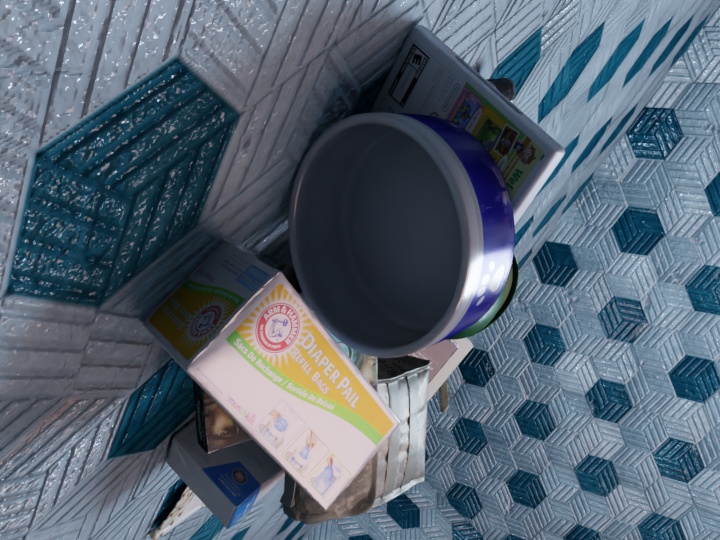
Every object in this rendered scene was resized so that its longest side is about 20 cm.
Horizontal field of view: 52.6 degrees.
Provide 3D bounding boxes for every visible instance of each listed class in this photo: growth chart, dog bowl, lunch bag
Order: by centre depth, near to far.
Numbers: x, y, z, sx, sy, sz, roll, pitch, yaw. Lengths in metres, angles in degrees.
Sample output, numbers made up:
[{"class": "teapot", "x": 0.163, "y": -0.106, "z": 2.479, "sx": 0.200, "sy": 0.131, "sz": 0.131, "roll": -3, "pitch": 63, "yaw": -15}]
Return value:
[{"class": "dog bowl", "x": 0.031, "y": -0.033, "z": 0.631, "sx": 0.078, "sy": 0.200, "sz": 0.202, "roll": -13, "pitch": 143, "yaw": -47}, {"class": "lunch bag", "x": -0.011, "y": 0.193, "z": 0.869, "sx": 0.198, "sy": 0.116, "sz": 0.168, "roll": -9, "pitch": 105, "yaw": -48}, {"class": "growth chart", "x": -0.223, "y": 0.307, "z": 1.078, "sx": 0.201, "sy": 0.018, "sz": 0.144, "roll": -54, "pitch": 164, "yaw": 12}]

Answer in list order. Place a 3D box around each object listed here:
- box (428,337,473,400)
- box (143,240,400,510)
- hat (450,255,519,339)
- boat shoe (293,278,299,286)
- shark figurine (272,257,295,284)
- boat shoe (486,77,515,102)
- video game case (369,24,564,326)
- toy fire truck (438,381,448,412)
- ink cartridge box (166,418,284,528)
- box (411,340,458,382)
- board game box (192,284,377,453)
[{"class": "box", "x": 0.071, "y": 0.154, "z": 1.130, "sx": 0.077, "sy": 0.095, "sz": 0.201, "roll": 38, "pitch": 90, "yaw": -33}, {"class": "box", "x": -0.073, "y": 0.089, "z": 0.623, "sx": 0.101, "sy": 0.112, "sz": 0.201, "roll": -45, "pitch": 123, "yaw": -15}, {"class": "hat", "x": 0.134, "y": 0.060, "z": 0.872, "sx": 0.197, "sy": 0.177, "sz": 0.168, "roll": 14, "pitch": 116, "yaw": -23}, {"class": "boat shoe", "x": -0.057, "y": 0.032, "z": 0.822, "sx": 0.074, "sy": 0.060, "sz": 0.201, "roll": -50, "pitch": 164, "yaw": -24}, {"class": "shark figurine", "x": -0.114, "y": 0.097, "z": 0.766, "sx": 0.128, "sy": 0.089, "sz": 0.216, "roll": -35, "pitch": 157, "yaw": -39}, {"class": "boat shoe", "x": 0.143, "y": -0.157, "z": 0.927, "sx": 0.067, "sy": 0.074, "sz": 0.202, "roll": -22, "pitch": 143, "yaw": -30}, {"class": "video game case", "x": 0.064, "y": -0.083, "z": 0.663, "sx": 0.022, "sy": 0.183, "sz": 0.202, "roll": -10, "pitch": 140, "yaw": -47}, {"class": "toy fire truck", "x": 0.105, "y": 0.129, "z": 1.254, "sx": 0.129, "sy": 0.199, "sz": 0.176, "roll": -49, "pitch": 165, "yaw": 0}, {"class": "ink cartridge box", "x": -0.129, "y": 0.205, "z": 0.918, "sx": 0.199, "sy": 0.116, "sz": 0.068, "roll": -36, "pitch": 160, "yaw": -41}, {"class": "box", "x": 0.018, "y": 0.128, "z": 1.053, "sx": 0.104, "sy": 0.148, "sz": 0.201, "roll": 38, "pitch": 91, "yaw": -33}, {"class": "board game box", "x": -0.068, "y": 0.085, "z": 0.714, "sx": 0.197, "sy": 0.028, "sz": 0.138, "roll": -12, "pitch": 108, "yaw": -33}]
